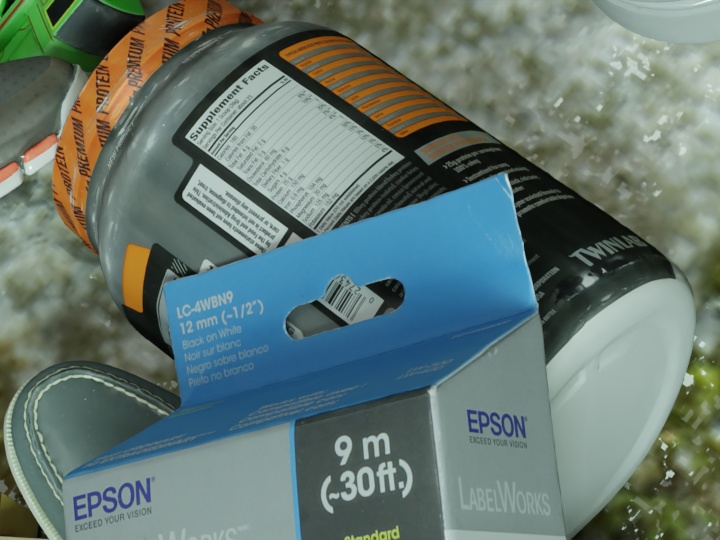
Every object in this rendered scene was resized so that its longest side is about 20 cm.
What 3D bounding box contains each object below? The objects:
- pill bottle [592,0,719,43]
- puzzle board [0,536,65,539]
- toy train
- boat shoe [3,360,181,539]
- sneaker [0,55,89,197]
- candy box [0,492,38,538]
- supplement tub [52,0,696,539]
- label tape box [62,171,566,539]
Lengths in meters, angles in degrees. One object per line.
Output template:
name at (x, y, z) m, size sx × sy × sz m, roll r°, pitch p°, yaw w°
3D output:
pill bottle at (0.091, -0.156, 0.894) m, size 0.113 × 0.200 × 0.115 m, roll -6°, pitch 68°, yaw 16°
puzzle board at (-0.107, 0.161, 0.897) m, size 0.198 × 0.017 × 0.152 m, roll 4°, pitch 68°, yaw -10°
toy train at (-0.107, -0.093, 0.985) m, size 0.200 × 0.042 × 0.057 m, roll -48°, pitch 49°, yaw 27°
boat shoe at (-0.035, 0.093, 0.893) m, size 0.200 × 0.062 × 0.073 m, roll 43°, pitch 68°, yaw 13°
sneaker at (-0.188, -0.046, 0.928) m, size 0.199 × 0.077 × 0.082 m, roll -20°, pitch 105°, yaw -9°
candy box at (-0.216, 0.138, 0.967) m, size 0.199 × 0.056 × 0.118 m, roll -5°, pitch 69°, yaw 18°
supplement tub at (0.000, 0.000, 0.909) m, size 0.200 × 0.123 × 0.123 m, roll 36°, pitch 84°, yaw 27°
label tape box at (-0.014, 0.083, 0.793) m, size 0.143 × 0.066 × 0.202 m, roll -16°, pitch 75°, yaw 37°
